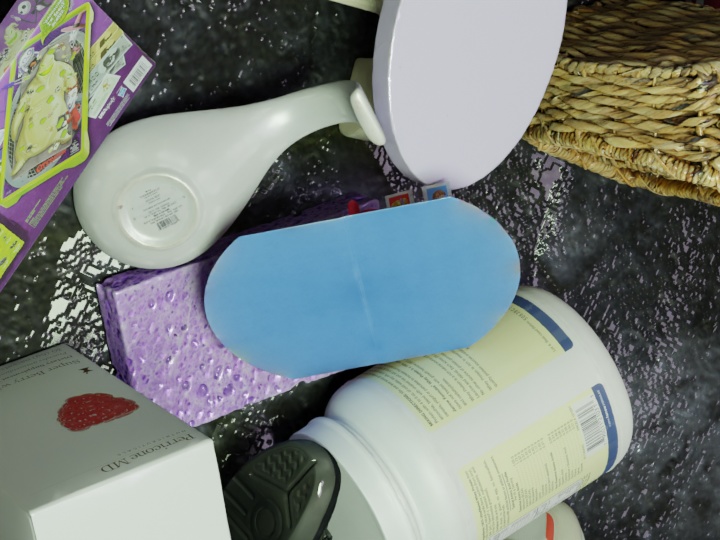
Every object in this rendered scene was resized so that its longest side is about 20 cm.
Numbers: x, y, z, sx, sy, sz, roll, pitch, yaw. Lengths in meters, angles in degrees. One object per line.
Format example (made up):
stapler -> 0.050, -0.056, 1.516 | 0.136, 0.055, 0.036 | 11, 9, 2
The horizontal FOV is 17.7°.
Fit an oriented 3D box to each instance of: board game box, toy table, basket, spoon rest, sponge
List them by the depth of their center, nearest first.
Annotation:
board game box -> -0.208, -0.070, 1.363 | 0.200, 0.032, 0.120 | -56, 156, -7
spoon rest -> -0.082, -0.066, 1.430 | 0.200, 0.061, 0.099 | -22, 115, 10
board game box -> 0.000, 0.000, 1.466 | 0.200, 0.039, 0.158 | -11, 143, 3
toy table -> 0.043, -0.162, 1.472 | 0.184, 0.117, 0.200 | 24, 90, -35
sponge -> -0.070, 0.030, 1.512 | 0.200, 0.030, 0.112 | -20, 115, -27
basket -> 0.198, -0.090, 1.538 | 0.143, 0.200, 0.149 | -23, 116, -34

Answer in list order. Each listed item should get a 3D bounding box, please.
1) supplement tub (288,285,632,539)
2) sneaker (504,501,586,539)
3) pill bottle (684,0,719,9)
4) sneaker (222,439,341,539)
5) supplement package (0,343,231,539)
supplement tub -> 0.066, 0.114, 1.554 | 0.200, 0.145, 0.145 | -30, 119, -22
sneaker -> 0.094, 0.234, 1.628 | 0.200, 0.070, 0.093 | -60, 138, -23
pill bottle -> 0.281, -0.160, 1.629 | 0.113, 0.113, 0.200 | -3, 107, -32
sneaker -> -0.043, 0.187, 1.530 | 0.114, 0.076, 0.200 | -4, 129, -40
supplement package -> -0.174, 0.140, 1.374 | 0.121, 0.200, 0.120 | -20, 115, -27
